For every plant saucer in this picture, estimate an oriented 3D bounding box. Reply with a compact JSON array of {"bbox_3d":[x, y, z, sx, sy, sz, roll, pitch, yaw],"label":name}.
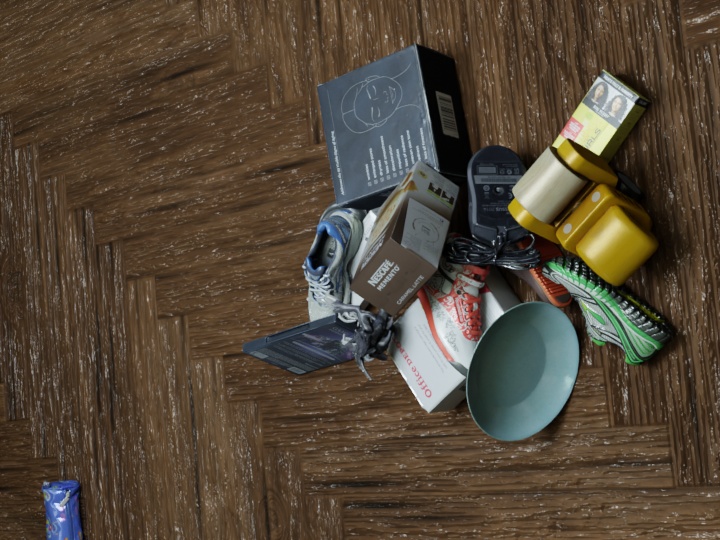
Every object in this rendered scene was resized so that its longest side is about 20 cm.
[{"bbox_3d":[0.220,0.137,1.501,0.039,0.198,0.204,24,103,56],"label":"plant saucer"}]

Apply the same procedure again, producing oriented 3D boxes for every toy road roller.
[{"bbox_3d":[0.311,-0.069,1.429,0.123,0.198,0.147,-50,40,23],"label":"toy road roller"}]

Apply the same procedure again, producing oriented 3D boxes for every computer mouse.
[{"bbox_3d":[0.189,-0.084,1.521,0.136,0.053,0.203,4,62,4],"label":"computer mouse"}]

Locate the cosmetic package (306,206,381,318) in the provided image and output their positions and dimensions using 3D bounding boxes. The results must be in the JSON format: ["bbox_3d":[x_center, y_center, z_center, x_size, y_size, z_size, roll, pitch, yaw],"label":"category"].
[{"bbox_3d":[0.000,0.000,1.724,0.082,0.050,0.201,43,118,12],"label":"cosmetic package"}]

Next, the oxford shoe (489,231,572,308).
[{"bbox_3d":[0.241,-0.019,1.567,0.202,0.070,0.073,62,140,26],"label":"oxford shoe"}]

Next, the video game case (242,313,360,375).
[{"bbox_3d":[-0.073,0.123,1.737,0.198,0.142,0.019,-20,58,33],"label":"video game case"}]

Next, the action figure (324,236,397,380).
[{"bbox_3d":[0.011,0.059,1.607,0.101,0.119,0.203,6,67,32],"label":"action figure"}]

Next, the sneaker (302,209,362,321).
[{"bbox_3d":[-0.060,0.005,1.681,0.076,0.085,0.203,19,109,28],"label":"sneaker"}]

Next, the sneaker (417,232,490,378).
[{"bbox_3d":[0.147,0.045,1.518,0.108,0.067,0.203,-41,60,30],"label":"sneaker"}]

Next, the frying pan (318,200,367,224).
[{"bbox_3d":[-0.010,-0.039,1.768,0.190,0.031,0.116,50,117,30],"label":"frying pan"}]

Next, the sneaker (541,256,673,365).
[{"bbox_3d":[0.326,0.054,1.472,0.200,0.078,0.086,41,116,17],"label":"sneaker"}]

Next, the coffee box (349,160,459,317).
[{"bbox_3d":[0.065,-0.048,1.509,0.079,0.201,0.115,32,127,-9],"label":"coffee box"}]

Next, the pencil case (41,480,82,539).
[{"bbox_3d":[-0.594,0.520,2.142,0.086,0.077,0.204,-14,80,57],"label":"pencil case"}]

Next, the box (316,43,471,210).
[{"bbox_3d":[0.053,-0.217,1.666,0.194,0.123,0.204,-15,80,33],"label":"box"}]

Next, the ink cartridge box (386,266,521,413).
[{"bbox_3d":[0.147,0.095,1.609,0.200,0.085,0.149,-46,62,27],"label":"ink cartridge box"}]

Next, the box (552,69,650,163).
[{"bbox_3d":[0.320,-0.177,1.514,0.075,0.050,0.201,45,114,29],"label":"box"}]
